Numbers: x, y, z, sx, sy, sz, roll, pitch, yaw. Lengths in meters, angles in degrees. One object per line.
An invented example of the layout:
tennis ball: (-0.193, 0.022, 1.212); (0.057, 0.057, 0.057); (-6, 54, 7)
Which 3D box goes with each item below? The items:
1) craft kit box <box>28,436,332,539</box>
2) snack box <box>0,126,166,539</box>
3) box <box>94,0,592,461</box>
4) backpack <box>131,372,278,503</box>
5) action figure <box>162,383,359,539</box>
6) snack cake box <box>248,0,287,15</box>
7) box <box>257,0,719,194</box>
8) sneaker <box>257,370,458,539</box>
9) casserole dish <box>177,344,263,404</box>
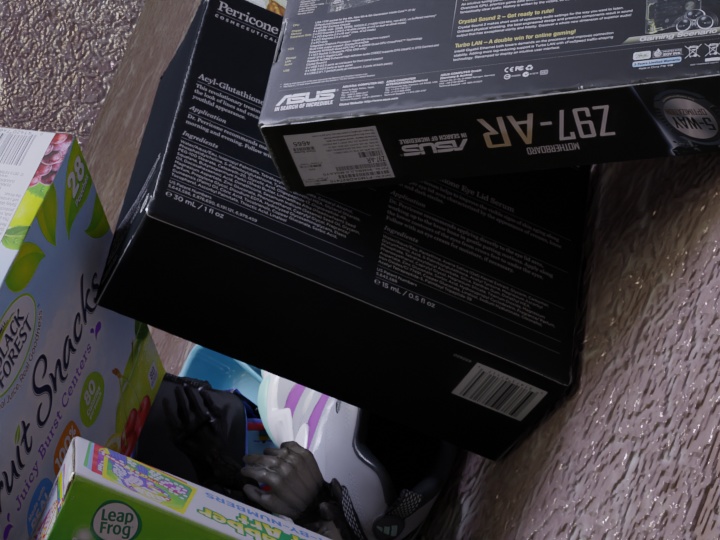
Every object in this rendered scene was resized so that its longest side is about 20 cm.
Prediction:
craft kit box: (-0.064, 0.193, 0.833); (0.199, 0.199, 0.049); (-62, 15, 14)
snack box: (-0.161, 0.067, 0.886); (0.169, 0.067, 0.201); (76, -155, -47)
box: (-0.003, -0.020, 0.934); (0.079, 0.199, 0.142); (128, 160, -49)
backpack: (-0.146, 0.154, 1.108); (0.199, 0.134, 0.184); (-19, 65, 44)
action figure: (-0.051, 0.137, 0.924); (0.119, 0.102, 0.200); (-44, 43, -6)
snack cake box: (-0.010, -0.130, 1.199); (0.200, 0.067, 0.116); (32, 141, 62)
box: (0.066, -0.113, 0.881); (0.044, 0.198, 0.161); (67, -155, -45)
sneaker: (0.011, 0.063, 1.030); (0.140, 0.077, 0.201); (-55, 28, 34)
casserole dish: (-0.064, 0.116, 1.183); (0.200, 0.039, 0.122); (34, 108, 58)
